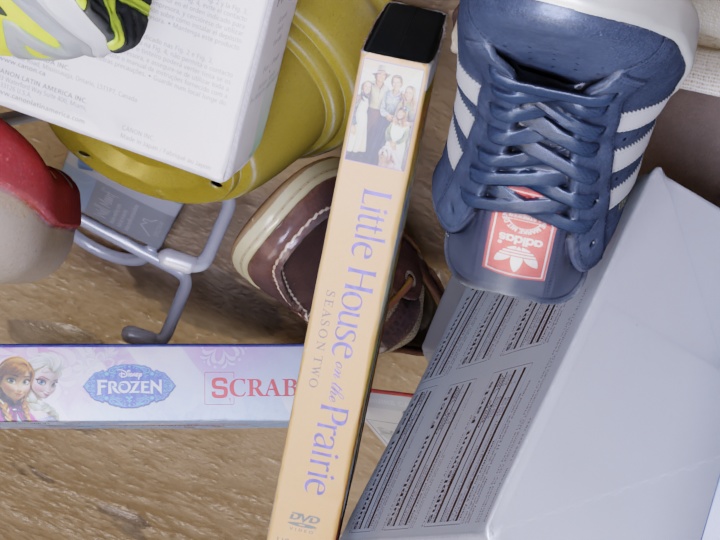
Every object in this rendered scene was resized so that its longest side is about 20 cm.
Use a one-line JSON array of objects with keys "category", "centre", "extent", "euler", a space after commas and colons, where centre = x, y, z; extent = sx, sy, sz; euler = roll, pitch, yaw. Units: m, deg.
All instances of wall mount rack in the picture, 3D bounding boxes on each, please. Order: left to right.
[{"category": "wall mount rack", "centre": [-0.159, -0.034, 1.194], "extent": [0.173, 0.075, 0.200], "euler": [26, 154, -5]}]

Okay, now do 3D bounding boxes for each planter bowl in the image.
[{"category": "planter bowl", "centre": [-0.083, -0.088, 1.015], "extent": [0.199, 0.084, 0.201], "euler": [19, 155, 9]}]

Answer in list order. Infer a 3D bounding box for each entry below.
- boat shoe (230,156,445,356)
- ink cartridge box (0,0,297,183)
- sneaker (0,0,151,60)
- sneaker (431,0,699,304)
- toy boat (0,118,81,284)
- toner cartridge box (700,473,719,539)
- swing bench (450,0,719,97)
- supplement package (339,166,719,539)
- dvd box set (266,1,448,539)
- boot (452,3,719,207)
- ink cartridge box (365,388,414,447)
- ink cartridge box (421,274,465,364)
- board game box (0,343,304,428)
[{"category": "boat shoe", "centre": [0.002, 0.005, 1.081], "extent": [0.072, 0.072, 0.200], "euler": [42, 180, 19]}, {"category": "ink cartridge box", "centre": [-0.097, -0.150, 0.895], "extent": [0.160, 0.050, 0.201], "euler": [20, 117, 6]}, {"category": "sneaker", "centre": [-0.155, -0.144, 0.821], "extent": [0.076, 0.076, 0.200], "euler": [-13, 131, 27]}, {"category": "sneaker", "centre": [0.057, -0.036, 0.716], "extent": [0.075, 0.085, 0.200], "euler": [16, 170, 8]}, {"category": "toy boat", "centre": [-0.190, -0.064, 1.023], "extent": [0.130, 0.132, 0.200], "euler": [7, 180, -1]}, {"category": "toner cartridge box", "centre": [0.142, 0.051, 0.723], "extent": [0.043, 0.201, 0.095], "euler": [15, 170, 17]}, {"category": "swing bench", "centre": [0.117, -0.134, 0.700], "extent": [0.198, 0.131, 0.200], "euler": [13, 170, 18]}, {"category": "supplement package", "centre": [0.124, 0.084, 0.874], "extent": [0.191, 0.148, 0.200], "euler": [30, 166, -9]}, {"category": "dvd box set", "centre": [0.000, 0.000, 0.930], "extent": [0.029, 0.201, 0.146], "euler": [12, -166, 1]}, {"category": "boot", "centre": [0.140, -0.053, 0.892], "extent": [0.200, 0.070, 0.146], "euler": [45, 151, -12]}, {"category": "ink cartridge box", "centre": [0.084, 0.092, 1.076], "extent": [0.108, 0.051, 0.200], "euler": [5, 149, 35]}, {"category": "ink cartridge box", "centre": [0.151, 0.041, 1.076], "extent": [0.199, 0.085, 0.144], "euler": [-6, 142, 43]}, {"category": "board game box", "centre": [-0.100, 0.063, 1.226], "extent": [0.199, 0.041, 0.200], "euler": [0, 175, -6]}]
